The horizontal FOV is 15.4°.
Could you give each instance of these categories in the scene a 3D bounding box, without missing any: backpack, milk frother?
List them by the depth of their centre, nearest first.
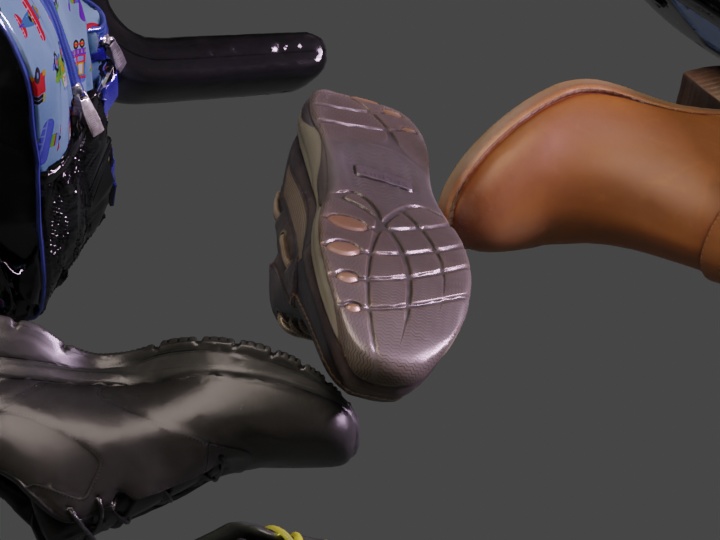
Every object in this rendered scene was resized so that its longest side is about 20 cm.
[{"bbox_3d":[-0.196,-0.095,1.167,0.182,0.201,0.135,18,48,15],"label":"backpack"},{"bbox_3d":[-0.065,-0.193,1.249,0.187,0.200,0.181,-3,58,-31],"label":"milk frother"}]

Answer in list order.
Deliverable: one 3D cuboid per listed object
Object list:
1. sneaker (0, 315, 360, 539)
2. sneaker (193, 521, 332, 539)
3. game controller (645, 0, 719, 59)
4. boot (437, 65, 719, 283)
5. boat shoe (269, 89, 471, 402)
[{"bbox_3d":[-0.100,0.075,1.109,0.199,0.076,0.091,4,65,-4],"label":"sneaker"},{"bbox_3d":[-0.019,0.137,1.035,0.199,0.085,0.075,-10,48,-13],"label":"sneaker"},{"bbox_3d":[0.197,-0.101,1.263,0.042,0.104,0.200,-46,54,-6],"label":"game controller"},{"bbox_3d":[0.149,-0.022,1.201,0.199,0.074,0.155,-20,46,-25],"label":"boot"},{"bbox_3d":[0.000,0.000,1.170,0.074,0.073,0.200,18,31,-14],"label":"boat shoe"}]
